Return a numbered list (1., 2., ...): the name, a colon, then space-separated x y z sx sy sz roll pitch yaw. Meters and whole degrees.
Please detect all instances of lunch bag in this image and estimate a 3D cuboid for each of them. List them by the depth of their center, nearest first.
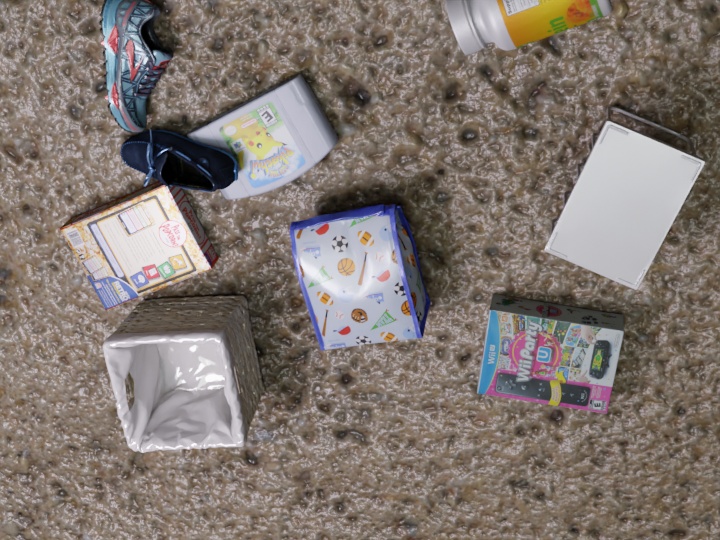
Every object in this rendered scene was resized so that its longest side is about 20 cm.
1. lunch bag: 0.000 0.000 1.700 0.169 0.124 0.201 -10 120 15

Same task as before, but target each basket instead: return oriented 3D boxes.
1. basket: -0.271 0.157 1.799 0.199 0.161 0.199 -4 114 11

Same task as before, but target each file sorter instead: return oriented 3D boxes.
1. file sorter: 0.359 -0.108 1.582 0.138 0.125 0.201 23 116 0

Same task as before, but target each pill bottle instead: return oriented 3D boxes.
1. pill bottle: 0.218 -0.354 1.502 0.199 0.111 0.111 -18 110 18

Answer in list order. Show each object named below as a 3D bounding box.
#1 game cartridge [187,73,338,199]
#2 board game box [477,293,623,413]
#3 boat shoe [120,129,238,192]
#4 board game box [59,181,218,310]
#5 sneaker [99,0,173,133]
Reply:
1. game cartridge: -0.140 -0.187 1.687 0.199 0.041 0.134 -25 112 20
2. board game box: 0.285 0.127 1.739 0.199 0.064 0.148 9 115 7
3. boat shoe: -0.276 -0.161 1.681 0.199 0.069 0.085 8 124 28
4. board game box: -0.343 -0.041 1.784 0.199 0.046 0.152 -20 109 18
5. sneaker: -0.316 -0.292 1.647 0.095 0.079 0.201 2 115 7
